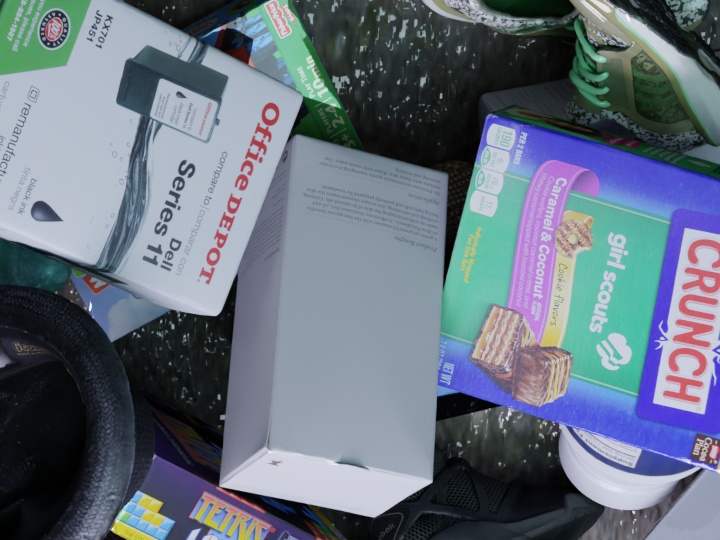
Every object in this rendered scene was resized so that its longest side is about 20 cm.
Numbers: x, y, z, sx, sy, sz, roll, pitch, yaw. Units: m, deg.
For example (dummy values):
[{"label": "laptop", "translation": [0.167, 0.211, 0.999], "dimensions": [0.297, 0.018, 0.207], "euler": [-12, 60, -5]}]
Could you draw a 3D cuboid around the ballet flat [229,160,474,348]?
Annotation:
[{"label": "ballet flat", "translation": [0.000, 0.000, 1.521], "dimensions": [0.200, 0.065, 0.071], "euler": [-40, 83, 2]}]

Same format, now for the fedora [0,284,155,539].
[{"label": "fedora", "translation": [-0.188, 0.103, 1.346], "dimensions": [0.092, 0.201, 0.201], "euler": [14, 113, -55]}]

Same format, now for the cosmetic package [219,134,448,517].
[{"label": "cosmetic package", "translation": [-0.014, 0.033, 1.401], "dimensions": [0.107, 0.085, 0.200], "euler": [15, 65, -20]}]

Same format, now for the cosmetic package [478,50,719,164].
[{"label": "cosmetic package", "translation": [0.183, -0.076, 1.545], "dimensions": [0.199, 0.074, 0.102], "euler": [-11, 117, -14]}]

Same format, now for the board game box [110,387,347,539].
[{"label": "board game box", "translation": [-0.103, 0.136, 1.483], "dimensions": [0.165, 0.200, 0.057], "euler": [32, 92, -27]}]

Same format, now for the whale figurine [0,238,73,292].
[{"label": "whale figurine", "translation": [-0.249, -0.016, 1.401], "dimensions": [0.159, 0.104, 0.200], "euler": [18, 119, 12]}]

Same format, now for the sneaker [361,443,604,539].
[{"label": "sneaker", "translation": [0.079, 0.157, 1.622], "dimensions": [0.199, 0.114, 0.076], "euler": [-10, 144, -42]}]

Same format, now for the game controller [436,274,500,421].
[{"label": "game controller", "translation": [0.080, 0.044, 1.534], "dimensions": [0.200, 0.042, 0.104], "euler": [-9, 131, -52]}]

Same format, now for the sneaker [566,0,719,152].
[{"label": "sneaker", "translation": [0.155, -0.119, 1.420], "dimensions": [0.089, 0.077, 0.200], "euler": [-35, 131, 18]}]

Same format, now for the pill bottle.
[{"label": "pill bottle", "translation": [0.191, 0.069, 1.554], "dimensions": [0.119, 0.120, 0.200], "euler": [-8, 147, -13]}]

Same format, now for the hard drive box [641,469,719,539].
[{"label": "hard drive box", "translation": [0.285, 0.184, 1.639], "dimensions": [0.156, 0.077, 0.200], "euler": [-51, 151, 9]}]

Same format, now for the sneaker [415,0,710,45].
[{"label": "sneaker", "translation": [0.132, -0.166, 1.476], "dimensions": [0.199, 0.089, 0.077], "euler": [3, 113, -18]}]

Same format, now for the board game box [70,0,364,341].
[{"label": "board game box", "translation": [-0.105, -0.066, 1.465], "dimensions": [0.200, 0.037, 0.151], "euler": [-28, 114, -2]}]

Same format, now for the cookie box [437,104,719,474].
[{"label": "cookie box", "translation": [0.156, 0.010, 1.402], "dimensions": [0.200, 0.075, 0.172], "euler": [17, 104, 13]}]

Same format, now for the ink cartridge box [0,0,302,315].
[{"label": "ink cartridge box", "translation": [-0.150, -0.076, 1.345], "dimensions": [0.200, 0.083, 0.147], "euler": [24, 84, -34]}]
